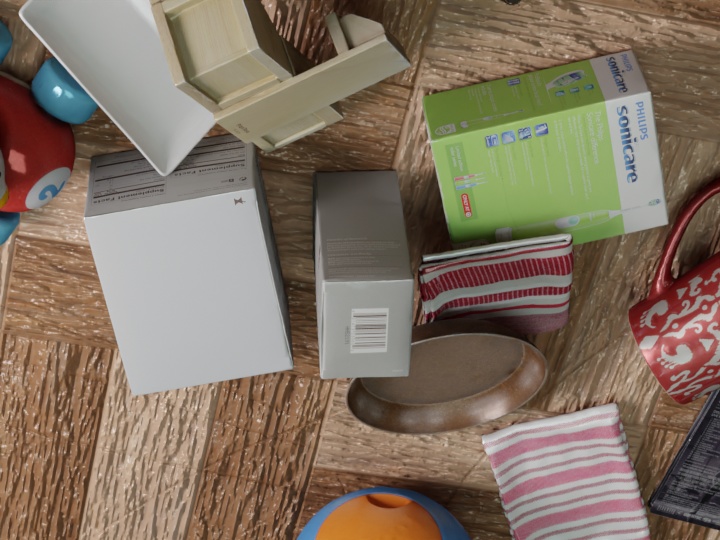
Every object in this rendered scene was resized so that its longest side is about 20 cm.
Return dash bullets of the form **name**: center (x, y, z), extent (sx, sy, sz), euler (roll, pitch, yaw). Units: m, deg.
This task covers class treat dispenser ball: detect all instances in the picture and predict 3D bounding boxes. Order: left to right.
- **treat dispenser ball**: center (0.024, 0.320, 1.818), extent (0.200, 0.201, 0.201), euler (-2, 122, -4)

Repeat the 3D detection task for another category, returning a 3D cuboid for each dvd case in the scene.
- **dvd case**: center (0.409, 0.193, 1.880), extent (0.148, 0.016, 0.200), euler (16, 120, -13)

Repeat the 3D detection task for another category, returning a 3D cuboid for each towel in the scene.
- **towel**: center (0.128, 0.023, 1.682), extent (0.144, 0.023, 0.200), euler (-10, 157, 0)
- **towel**: center (0.219, 0.233, 1.882), extent (0.146, 0.030, 0.200), euler (-16, 122, 4)

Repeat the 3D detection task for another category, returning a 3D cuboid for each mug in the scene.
- **mug**: center (0.360, 0.017, 1.724), extent (0.200, 0.178, 0.133), euler (-32, 156, 20)

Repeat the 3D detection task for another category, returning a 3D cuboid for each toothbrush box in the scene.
- **toothbrush box**: center (0.168, -0.100, 1.632), extent (0.200, 0.086, 0.146), euler (-12, 125, 4)

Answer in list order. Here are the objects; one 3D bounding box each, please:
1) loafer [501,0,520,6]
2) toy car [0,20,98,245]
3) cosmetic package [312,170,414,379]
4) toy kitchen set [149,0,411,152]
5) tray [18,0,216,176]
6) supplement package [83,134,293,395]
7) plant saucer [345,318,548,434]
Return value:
- **loafer**: center (0.183, -0.294, 1.529), extent (0.200, 0.073, 0.071), euler (-28, 130, 18)
- **toy car**: center (-0.332, -0.088, 1.530), extent (0.177, 0.200, 0.184), euler (29, 116, -21)
- **cosmetic package**: center (0.000, 0.000, 1.616), extent (0.090, 0.200, 0.107), euler (-2, 120, -6)
- **toy kitchen set**: center (-0.069, -0.232, 1.539), extent (0.163, 0.181, 0.200), euler (-23, 161, 13)
- **tray**: center (-0.201, -0.187, 1.562), extent (0.107, 0.022, 0.200), euler (-50, 120, -18)
- **supplement package**: center (-0.155, -0.005, 1.651), extent (0.155, 0.111, 0.200), euler (-10, 122, 1)
- **plant saucer**: center (0.082, 0.100, 1.746), extent (0.200, 0.035, 0.200), euler (-6, 148, -4)
